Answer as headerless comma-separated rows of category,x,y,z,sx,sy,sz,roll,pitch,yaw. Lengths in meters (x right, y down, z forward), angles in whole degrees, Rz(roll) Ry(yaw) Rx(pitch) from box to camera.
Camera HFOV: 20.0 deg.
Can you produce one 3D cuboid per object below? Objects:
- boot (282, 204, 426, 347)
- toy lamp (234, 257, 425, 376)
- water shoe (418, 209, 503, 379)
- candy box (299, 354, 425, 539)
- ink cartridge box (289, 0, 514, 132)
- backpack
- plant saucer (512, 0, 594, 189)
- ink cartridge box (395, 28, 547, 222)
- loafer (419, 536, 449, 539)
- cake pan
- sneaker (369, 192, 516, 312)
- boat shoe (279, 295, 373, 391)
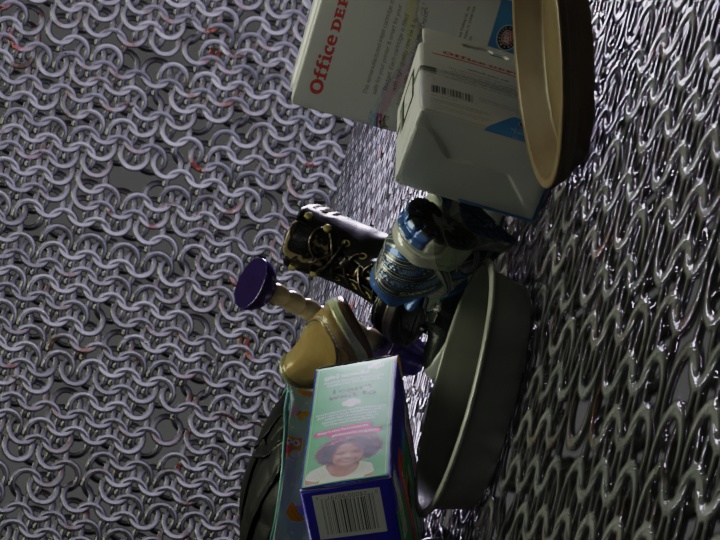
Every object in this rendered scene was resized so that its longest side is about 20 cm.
boot,0.000,0.000,1.858,0.200,0.150,0.073,-41,-29,-68
toy lamp,-0.023,0.049,1.930,0.058,0.200,0.058,-36,41,40
water shoe,0.069,-0.009,1.751,0.072,0.079,0.200,-148,73,-85
candy box,0.006,0.187,1.587,0.200,0.077,0.169,-89,-10,-66
ink cartridge box,0.050,-0.209,1.855,0.146,0.200,0.147,-90,17,-71
backpack,-0.033,0.206,1.803,0.176,0.153,0.200,-85,-1,-55
plant saucer,0.137,-0.158,1.451,0.200,0.029,0.201,175,90,-87
ink cartridge box,0.092,-0.120,1.631,0.200,0.116,0.068,-85,13,-65
loafer,0.036,0.278,1.411,0.071,0.073,0.200,-30,-40,-84
cake pan,0.085,0.091,1.530,0.200,0.037,0.201,-165,90,-85
sneaker,0.055,-0.014,1.592,0.085,0.077,0.200,-52,-14,17
boat shoe,-0.035,0.080,1.814,0.200,0.076,0.072,93,153,-72
